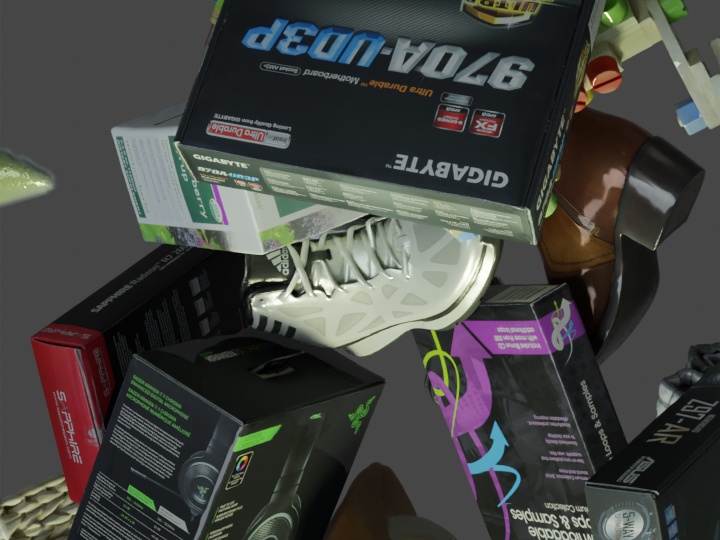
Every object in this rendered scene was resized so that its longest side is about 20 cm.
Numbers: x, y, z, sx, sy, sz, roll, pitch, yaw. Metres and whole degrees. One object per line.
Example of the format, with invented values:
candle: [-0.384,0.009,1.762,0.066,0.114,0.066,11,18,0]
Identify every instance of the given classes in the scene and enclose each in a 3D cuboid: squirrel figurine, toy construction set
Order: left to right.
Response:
squirrel figurine: [0.002,0.268,1.428,0.141,0.200,0.187,30,117,10]
toy construction set: [0.124,-0.096,1.167,0.200,0.131,0.092,-17,138,4]

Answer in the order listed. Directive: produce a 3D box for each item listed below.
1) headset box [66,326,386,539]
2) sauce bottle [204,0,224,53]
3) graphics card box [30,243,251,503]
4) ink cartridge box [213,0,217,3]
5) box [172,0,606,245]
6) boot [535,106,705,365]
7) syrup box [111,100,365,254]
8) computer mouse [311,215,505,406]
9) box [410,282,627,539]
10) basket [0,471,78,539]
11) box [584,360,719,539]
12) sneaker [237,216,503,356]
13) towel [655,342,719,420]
headset box: [-0.088,0.135,1.339,0.093,0.174,0.200,30,109,25]
sauce bottle: [-0.033,-0.211,1.229,0.065,0.065,0.200,22,96,25]
graphics card box: [-0.131,0.057,1.406,0.051,0.200,0.126,7,120,34]
ink cartridge box: [-0.091,-0.252,1.309,0.099,0.039,0.200,35,131,15]
box: [0.019,-0.109,1.126,0.200,0.159,0.046,12,158,17]
boot: [0.089,-0.039,1.279,0.200,0.068,0.189,33,134,19]
syrup box: [-0.076,-0.063,1.282,0.200,0.081,0.079,8,117,65]
computer mouse: [0.000,0.000,1.383,0.200,0.044,0.110,32,131,17]
box: [0.108,0.105,1.289,0.143,0.036,0.200,-3,113,59]
basket: [-0.265,0.237,1.650,0.200,0.135,0.124,-24,88,45]
box: [0.193,0.172,1.150,0.043,0.160,0.200,4,113,37]
sneaker: [-0.006,0.002,1.262,0.200,0.115,0.076,-35,56,52]
towel: [0.268,0.149,1.247,0.200,0.086,0.166,23,125,26]
